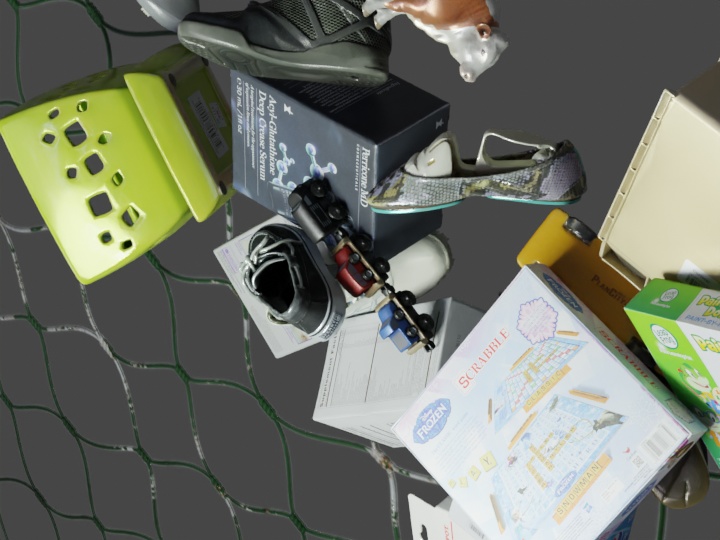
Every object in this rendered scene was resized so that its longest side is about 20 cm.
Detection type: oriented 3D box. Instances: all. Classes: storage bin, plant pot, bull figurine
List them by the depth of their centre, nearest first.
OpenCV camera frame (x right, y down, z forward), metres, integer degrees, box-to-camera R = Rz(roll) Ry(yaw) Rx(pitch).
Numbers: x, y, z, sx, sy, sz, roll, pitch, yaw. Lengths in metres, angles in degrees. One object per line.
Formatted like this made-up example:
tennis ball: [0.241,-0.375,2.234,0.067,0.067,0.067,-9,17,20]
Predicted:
storage bin: [0.308,-0.035,1.256,0.200,0.094,0.199,41,142,21]
bull figurine: [0.059,-0.260,1.389,0.121,0.065,0.200,-6,107,16]
plant pot: [-0.234,-0.126,1.716,0.181,0.199,0.200,-22,102,19]

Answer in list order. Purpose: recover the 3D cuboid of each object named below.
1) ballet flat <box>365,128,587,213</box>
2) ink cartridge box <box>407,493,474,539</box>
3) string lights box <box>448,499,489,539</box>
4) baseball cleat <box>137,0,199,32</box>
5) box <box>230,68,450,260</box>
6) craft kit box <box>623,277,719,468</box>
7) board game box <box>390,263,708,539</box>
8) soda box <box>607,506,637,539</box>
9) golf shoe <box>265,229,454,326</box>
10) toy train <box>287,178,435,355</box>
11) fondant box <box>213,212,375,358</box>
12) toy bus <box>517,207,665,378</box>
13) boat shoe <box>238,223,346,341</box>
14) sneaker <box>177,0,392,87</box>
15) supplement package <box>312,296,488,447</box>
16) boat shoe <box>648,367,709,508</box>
ballet flat: [0.100,-0.092,1.431,0.200,0.072,0.072,-2,119,14]
ink cartridge box: [0.149,0.300,1.716,0.200,0.067,0.117,21,130,38]
string lights box: [0.186,0.189,1.474,0.103,0.200,0.059,38,140,25]
baseball cleat: [-0.210,-0.345,1.654,0.106,0.070,0.200,-17,104,54]
box: [-0.023,-0.120,1.569,0.200,0.107,0.149,30,136,32]
craft kit box: [0.318,0.104,1.231,0.198,0.049,0.200,58,160,-22]
board game box: [0.153,0.133,1.351,0.200,0.041,0.200,48,114,22]
soda box: [0.177,0.218,1.624,0.200,0.064,0.068,34,138,29]
golf shoe: [-0.003,0.018,1.602,0.200,0.097,0.078,-20,101,18]
toy train: [0.000,0.000,1.504,0.200,0.046,0.034,51,143,4]
fondant box: [-0.061,0.003,1.749,0.200,0.058,0.144,-24,98,55]
toy bus: [0.233,0.030,1.383,0.200,0.078,0.065,38,96,20]
boat shoe: [-0.080,0.003,1.541,0.074,0.068,0.199,-57,32,17]
sneaker: [-0.067,-0.239,1.501,0.199,0.114,0.076,6,169,4]
supplement package: [0.060,0.106,1.604,0.109,0.114,0.200,23,160,-31]
boat shoe: [0.260,0.115,1.444,0.072,0.066,0.201,-22,82,14]
